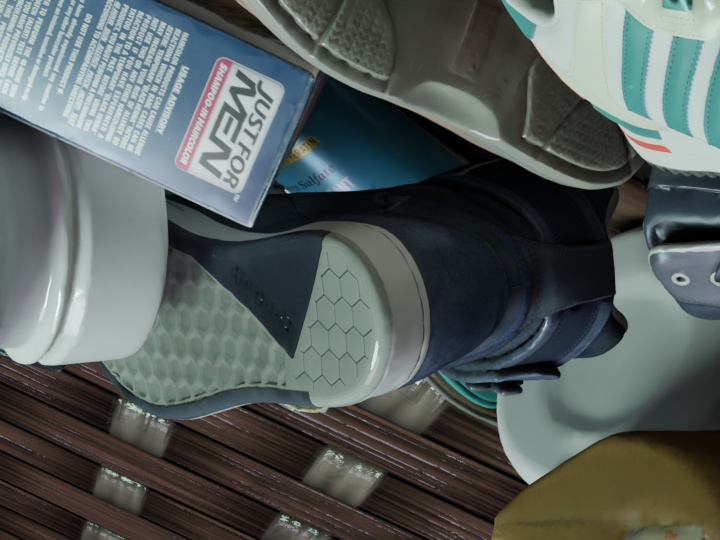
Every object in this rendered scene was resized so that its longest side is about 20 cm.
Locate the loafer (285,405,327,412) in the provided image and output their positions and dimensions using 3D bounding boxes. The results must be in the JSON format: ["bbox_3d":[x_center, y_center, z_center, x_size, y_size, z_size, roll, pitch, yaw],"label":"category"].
[{"bbox_3d":[-0.072,0.023,1.261,0.075,0.068,0.200,12,160,38],"label":"loafer"}]

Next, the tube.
[{"bbox_3d":[-0.038,-0.069,0.977,0.200,0.051,0.077,37,144,-24],"label":"tube"}]

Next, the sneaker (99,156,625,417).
[{"bbox_3d":[0.001,0.002,0.942,0.146,0.077,0.202,-15,-166,-37],"label":"sneaker"}]

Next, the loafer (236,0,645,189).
[{"bbox_3d":[0.007,-0.083,0.822,0.200,0.072,0.063,32,169,-34],"label":"loafer"}]

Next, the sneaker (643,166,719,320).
[{"bbox_3d":[0.149,-0.024,0.778,0.146,0.077,0.202,17,163,17],"label":"sneaker"}]

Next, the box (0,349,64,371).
[{"bbox_3d":[-0.221,-0.065,1.108,0.199,0.124,0.198,12,161,38],"label":"box"}]

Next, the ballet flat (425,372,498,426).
[{"bbox_3d":[0.063,0.035,1.115,0.200,0.068,0.064,36,171,-33],"label":"ballet flat"}]

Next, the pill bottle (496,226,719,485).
[{"bbox_3d":[0.153,0.077,1.027,0.114,0.114,0.200,6,156,48],"label":"pill bottle"}]

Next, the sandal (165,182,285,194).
[{"bbox_3d":[-0.099,-0.071,1.036,0.200,0.075,0.048,45,180,-34],"label":"sandal"}]

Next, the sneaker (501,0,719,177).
[{"bbox_3d":[0.089,-0.072,0.700,0.093,0.070,0.200,36,172,-18],"label":"sneaker"}]

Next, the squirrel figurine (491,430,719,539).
[{"bbox_3d":[0.173,0.115,0.899,0.186,0.142,0.200,20,126,-39],"label":"squirrel figurine"}]

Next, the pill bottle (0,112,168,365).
[{"bbox_3d":[-0.169,-0.011,0.859,0.199,0.115,0.114,-3,177,-27],"label":"pill bottle"}]

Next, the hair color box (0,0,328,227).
[{"bbox_3d":[-0.104,-0.097,0.867,0.199,0.061,0.100,25,-154,-1],"label":"hair color box"}]
